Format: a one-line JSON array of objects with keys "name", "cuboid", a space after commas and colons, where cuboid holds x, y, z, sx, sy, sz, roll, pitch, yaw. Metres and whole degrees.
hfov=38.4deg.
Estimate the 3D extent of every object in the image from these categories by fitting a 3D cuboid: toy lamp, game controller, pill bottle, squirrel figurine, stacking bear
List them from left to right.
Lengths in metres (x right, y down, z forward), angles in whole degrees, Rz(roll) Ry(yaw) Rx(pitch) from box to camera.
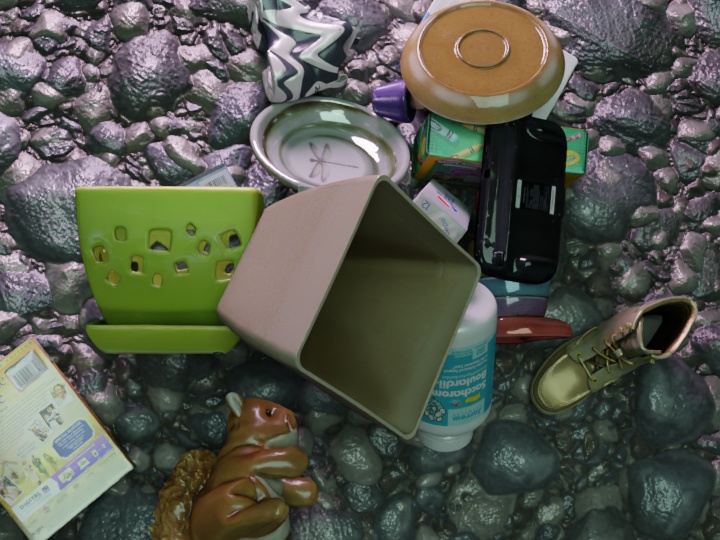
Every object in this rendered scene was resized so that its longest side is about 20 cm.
[{"name": "squirrel figurine", "cuboid": [-0.149, 0.235, 1.176, 0.198, 0.142, 0.188, -14, 51, 12]}, {"name": "pill bottle", "cuboid": [0.100, 0.113, 1.194, 0.110, 0.111, 0.201, -8, 125, -8]}, {"name": "toy lamp", "cuboid": [0.112, -0.209, 1.281, 0.198, 0.058, 0.059, 5, 80, 18]}, {"name": "stacking bear", "cuboid": [0.181, -0.016, 1.261, 0.113, 0.121, 0.202, 3, 81, -29]}, {"name": "game controller", "cuboid": [0.189, -0.086, 1.208, 0.104, 0.042, 0.202, 11, 78, -20]}]

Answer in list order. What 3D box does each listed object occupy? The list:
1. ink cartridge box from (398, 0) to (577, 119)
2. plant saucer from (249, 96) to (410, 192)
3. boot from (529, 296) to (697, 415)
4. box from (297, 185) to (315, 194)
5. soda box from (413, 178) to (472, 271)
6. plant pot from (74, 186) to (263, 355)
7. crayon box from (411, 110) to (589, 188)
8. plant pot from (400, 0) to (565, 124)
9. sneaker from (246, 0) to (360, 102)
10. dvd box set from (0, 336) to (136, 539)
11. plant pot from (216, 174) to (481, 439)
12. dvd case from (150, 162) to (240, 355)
[{"name": "ink cartridge box", "cuboid": [0.164, -0.268, 1.336, 0.199, 0.068, 0.117, 31, 79, 0]}, {"name": "plant saucer", "cuboid": [-0.039, -0.139, 1.274, 0.198, 0.050, 0.201, 7, 43, -7]}, {"name": "boot", "cuboid": [0.304, 0.102, 1.250, 0.199, 0.155, 0.073, -31, 86, -10]}, {"name": "box", "cuboid": [-0.025, -0.060, 1.215, 0.109, 0.200, 0.035, 5, 83, -6]}, {"name": "soda box", "cuboid": [0.086, -0.058, 1.226, 0.068, 0.200, 0.064, 39, 102, -1]}, {"name": "plant pot", "cuboid": [-0.210, -0.001, 1.172, 0.197, 0.200, 0.183, 1, 90, -4]}, {"name": "crayon box", "cuboid": [0.170, -0.144, 1.292, 0.198, 0.119, 0.059, 7, 81, -6]}, {"name": "plant pot", "cuboid": [0.147, -0.259, 1.241, 0.198, 0.028, 0.201, -2, 56, 3]}, {"name": "sneaker", "cuboid": [-0.069, -0.314, 1.316, 0.129, 0.080, 0.201, -7, 71, -19]}, {"name": "dvd box set", "cuboid": [-0.384, 0.201, 1.221, 0.146, 0.029, 0.200, -40, 88, -10]}, {"name": "plant pot", "cuboid": [-0.027, 0.029, 1.062, 0.200, 0.176, 0.201, 39, 69, -44]}, {"name": "dvd case", "cuboid": [-0.186, -0.015, 1.283, 0.142, 0.018, 0.201, -28, 86, -9]}]
